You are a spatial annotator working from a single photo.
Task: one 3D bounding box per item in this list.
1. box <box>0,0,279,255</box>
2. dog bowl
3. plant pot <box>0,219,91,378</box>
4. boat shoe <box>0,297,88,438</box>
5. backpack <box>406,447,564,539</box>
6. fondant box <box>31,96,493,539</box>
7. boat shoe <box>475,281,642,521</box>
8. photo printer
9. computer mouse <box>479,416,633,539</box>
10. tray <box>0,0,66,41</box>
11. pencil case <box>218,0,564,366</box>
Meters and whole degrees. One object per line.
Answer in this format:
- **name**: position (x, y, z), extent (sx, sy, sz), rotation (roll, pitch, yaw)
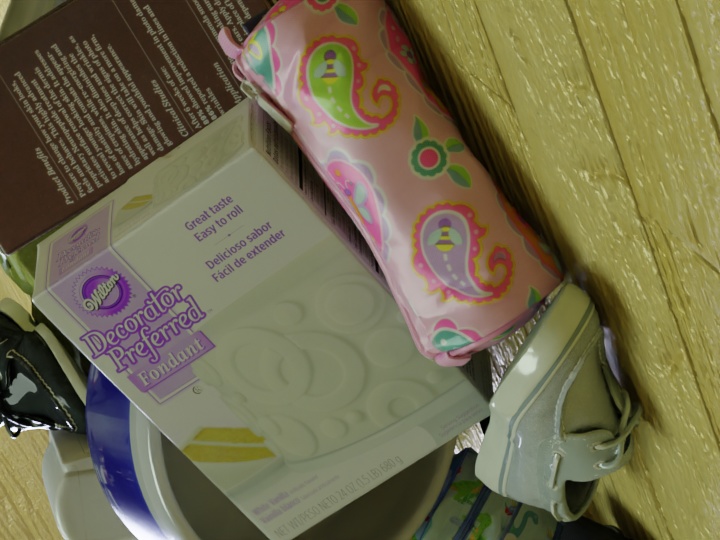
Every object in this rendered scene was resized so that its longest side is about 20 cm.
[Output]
- **box**: position (-0.127, -0.103, 1.544), extent (0.100, 0.200, 0.075), rotation (59, -167, -9)
- **dog bowl**: position (-0.048, 0.075, 1.594), extent (0.079, 0.200, 0.200), rotation (6, 130, 56)
- **plant pot**: position (-0.115, -0.012, 1.783), extent (0.201, 0.184, 0.200), rotation (53, 167, 18)
- **boat shoe**: position (-0.208, 0.069, 1.758), extent (0.075, 0.066, 0.199), rotation (62, 167, -25)
- **backpack**: position (0.043, 0.190, 1.691), extent (0.200, 0.163, 0.154), rotation (-13, 116, 41)
- **fondant box**: position (-0.047, 0.029, 1.464), extent (0.200, 0.144, 0.058), rotation (48, -160, -25)
- **boat shoe**: position (0.106, 0.070, 1.436), extent (0.071, 0.070, 0.201), rotation (30, 158, 10)
- **photo printer**: position (-0.110, 0.121, 1.766), extent (0.200, 0.166, 0.070), rotation (-155, 58, -79)
- **computer mouse**: position (0.122, 0.131, 1.604), extent (0.059, 0.034, 0.200), rotation (29, -161, -50)
- **tray**: position (-0.188, -0.161, 1.776), extent (0.022, 0.200, 0.107), rotation (13, 156, 8)
- **pencil case**: position (0.016, -0.051, 1.403), extent (0.200, 0.087, 0.087), rotation (56, 168, 0)
